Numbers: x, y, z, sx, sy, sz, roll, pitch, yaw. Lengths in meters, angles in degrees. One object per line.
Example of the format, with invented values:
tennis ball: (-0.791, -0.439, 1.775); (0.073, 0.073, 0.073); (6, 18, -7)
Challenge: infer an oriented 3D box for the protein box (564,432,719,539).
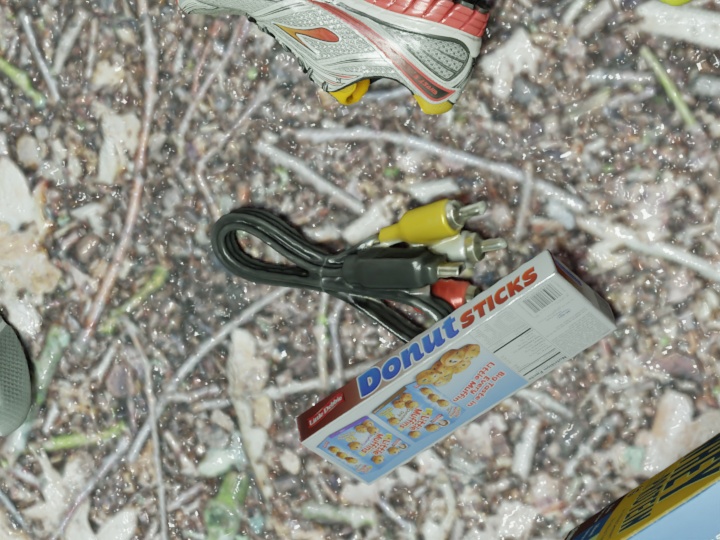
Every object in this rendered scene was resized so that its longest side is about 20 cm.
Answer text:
protein box: (0.235, 0.198, 0.877); (0.199, 0.135, 0.200); (-37, 85, 22)

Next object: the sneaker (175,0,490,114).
sneaker: (-0.024, -0.145, 0.948); (0.198, 0.078, 0.083); (16, 106, 17)

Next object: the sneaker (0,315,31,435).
sneaker: (-0.308, 0.045, 1.098); (0.200, 0.070, 0.080); (46, 126, 11)

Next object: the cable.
cable: (0.000, 0.000, 0.995); (0.198, 0.050, 0.098); (4, 118, 32)

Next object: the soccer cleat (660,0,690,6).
soccer cleat: (0.227, -0.229, 0.847); (0.083, 0.065, 0.202); (31, 108, 10)

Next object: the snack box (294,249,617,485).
snack box: (0.057, 0.064, 0.958); (0.199, 0.072, 0.024); (-35, 43, 22)
